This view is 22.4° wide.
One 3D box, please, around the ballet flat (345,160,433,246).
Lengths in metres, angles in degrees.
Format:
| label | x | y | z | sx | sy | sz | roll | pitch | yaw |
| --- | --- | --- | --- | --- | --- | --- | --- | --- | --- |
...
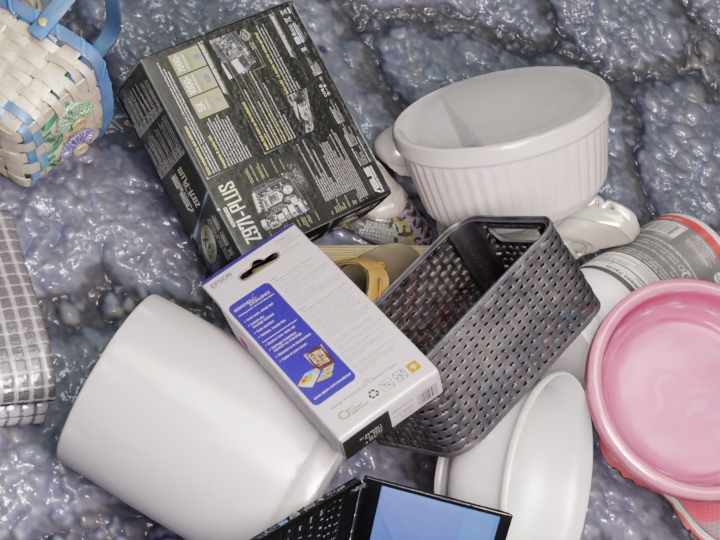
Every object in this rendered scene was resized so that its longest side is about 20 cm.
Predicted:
| label | x | y | z | sx | sy | sz | roll | pitch | yaw |
| --- | --- | --- | --- | --- | --- | --- | --- | --- | --- |
| ballet flat | -0.015 | -0.084 | 1.725 | 0.200 | 0.072 | 0.072 | 30 | 52 | 2 |

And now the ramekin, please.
| label | x | y | z | sx | sy | sz | roll | pitch | yaw |
| --- | --- | --- | --- | --- | --- | --- | --- | --- | --- |
| ramekin | 0.135 | -0.108 | 1.675 | 0.202 | 0.094 | 0.202 | -11 | 24 | 5 |

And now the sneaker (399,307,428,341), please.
| label | x | y | z | sx | sy | sz | roll | pitch | yaw |
| --- | --- | --- | --- | --- | --- | --- | --- | --- | --- |
| sneaker | -0.041 | 0.061 | 1.627 | 0.200 | 0.077 | 0.082 | -11 | 34 | -27 |

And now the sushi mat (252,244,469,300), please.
| label | x | y | z | sx | sy | sz | roll | pitch | yaw |
| --- | --- | --- | --- | --- | --- | --- | --- | --- | --- |
| sushi mat | 0.000 | 0.000 | 1.658 | 0.200 | 0.012 | 0.096 | 0 | 27 | -4 |

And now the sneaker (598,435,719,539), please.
| label | x | y | z | sx | sy | sz | roll | pitch | yaw |
| --- | --- | --- | --- | --- | --- | --- | --- | --- | --- |
| sneaker | 0.310 | 0.185 | 1.642 | 0.200 | 0.087 | 0.074 | 35 | 53 | 6 |

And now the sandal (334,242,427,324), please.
| label | x | y | z | sx | sy | sz | roll | pitch | yaw |
| --- | --- | --- | --- | --- | --- | --- | --- | --- | --- |
| sandal | -0.015 | 0.021 | 1.567 | 0.200 | 0.054 | 0.080 | -24 | 54 | -35 |

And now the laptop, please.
| label | x | y | z | sx | sy | sz | roll | pitch | yaw |
| --- | --- | --- | --- | --- | --- | --- | --- | --- | --- |
| laptop | -0.002 | 0.256 | 1.409 | 0.200 | 0.177 | 0.103 | -27 | 54 | -33 |

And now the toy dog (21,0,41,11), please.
| label | x | y | z | sx | sy | sz | roll | pitch | yaw |
| --- | --- | --- | --- | --- | --- | --- | --- | --- | --- |
| toy dog | -0.384 | -0.324 | 1.741 | 0.132 | 0.096 | 0.200 | -12 | 61 | -27 |

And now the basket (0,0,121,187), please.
| label | x | y | z | sx | sy | sz | roll | pitch | yaw |
| --- | --- | --- | --- | --- | --- | --- | --- | --- | --- |
| basket | -0.278 | -0.185 | 1.639 | 0.139 | 0.176 | 0.200 | 28 | 70 | 6 |

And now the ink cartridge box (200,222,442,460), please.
| label | x | y | z | sx | sy | sz | roll | pitch | yaw |
| --- | --- | --- | --- | --- | --- | --- | --- | --- | --- |
| ink cartridge box | -0.032 | 0.052 | 1.421 | 0.095 | 0.037 | 0.200 | -34 | 55 | -14 |

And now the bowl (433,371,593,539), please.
| label | x | y | z | sx | sy | sz | roll | pitch | yaw |
| --- | --- | --- | --- | --- | --- | --- | --- | --- | --- |
| bowl | 0.122 | 0.179 | 1.540 | 0.090 | 0.201 | 0.201 | 7 | 46 | 27 |

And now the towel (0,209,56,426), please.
| label | x | y | z | sx | sy | sz | roll | pitch | yaw |
| --- | --- | --- | --- | --- | --- | --- | --- | --- | --- |
| towel | -0.351 | 0.037 | 1.507 | 0.165 | 0.086 | 0.200 | -7 | 59 | -25 |

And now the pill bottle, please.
| label | x | y | z | sx | sy | sz | roll | pitch | yaw |
| --- | --- | --- | --- | --- | --- | --- | --- | --- | --- |
| pill bottle | 0.251 | 0.035 | 1.708 | 0.200 | 0.116 | 0.116 | -30 | 71 | -33 |

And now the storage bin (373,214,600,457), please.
| label | x | y | z | sx | sy | sz | roll | pitch | yaw |
| --- | --- | --- | --- | --- | --- | --- | --- | --- | --- |
| storage bin | 0.085 | 0.051 | 1.515 | 0.200 | 0.135 | 0.094 | -45 | 115 | -24 |

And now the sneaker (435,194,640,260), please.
| label | x | y | z | sx | sy | sz | roll | pitch | yaw |
| --- | --- | --- | --- | --- | --- | --- | --- | --- | --- |
| sneaker | 0.165 | -0.024 | 1.710 | 0.200 | 0.075 | 0.081 | -4 | 59 | 24 |

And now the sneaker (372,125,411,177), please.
| label | x | y | z | sx | sy | sz | roll | pitch | yaw |
| --- | --- | --- | --- | --- | --- | --- | --- | --- | --- |
| sneaker | 0.105 | -0.140 | 1.792 | 0.200 | 0.081 | 0.076 | -8 | 47 | -27 |

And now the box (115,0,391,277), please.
| label | x | y | z | sx | sy | sz | roll | pitch | yaw |
| --- | --- | --- | --- | --- | --- | --- | --- | --- | --- |
| box | -0.095 | -0.114 | 1.625 | 0.164 | 0.086 | 0.200 | -26 | 86 | -27 |

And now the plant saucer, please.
| label | x | y | z | sx | sy | sz | roll | pitch | yaw |
| --- | --- | --- | --- | --- | --- | --- | --- | --- | --- |
| plant saucer | 0.289 | 0.108 | 1.595 | 0.200 | 0.051 | 0.201 | 4 | 69 | -10 |

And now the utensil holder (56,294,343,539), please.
| label | x | y | z | sx | sy | sz | roll | pitch | yaw |
| --- | --- | --- | --- | --- | --- | --- | --- | --- | --- |
| utensil holder | -0.119 | 0.133 | 1.472 | 0.200 | 0.170 | 0.170 | 30 | 52 | 4 |
